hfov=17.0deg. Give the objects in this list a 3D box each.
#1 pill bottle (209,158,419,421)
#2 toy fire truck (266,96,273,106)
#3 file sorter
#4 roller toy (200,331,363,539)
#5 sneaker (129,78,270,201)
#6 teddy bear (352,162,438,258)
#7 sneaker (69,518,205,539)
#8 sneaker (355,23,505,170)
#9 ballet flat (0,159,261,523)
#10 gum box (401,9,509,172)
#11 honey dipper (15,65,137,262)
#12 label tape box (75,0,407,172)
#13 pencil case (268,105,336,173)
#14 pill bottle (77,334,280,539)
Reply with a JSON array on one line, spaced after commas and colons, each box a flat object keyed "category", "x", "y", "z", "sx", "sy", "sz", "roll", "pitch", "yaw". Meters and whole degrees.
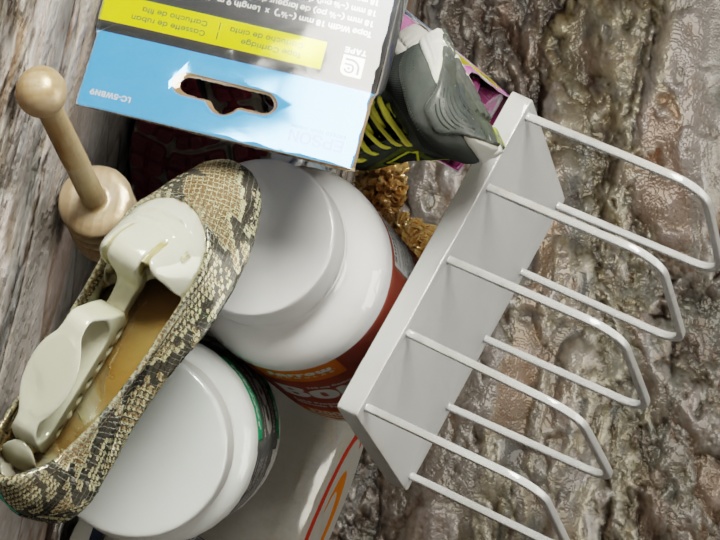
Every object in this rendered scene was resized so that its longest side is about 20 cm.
[{"category": "pill bottle", "x": -0.027, "y": 0.010, "z": 1.326, "sx": 0.200, "sy": 0.111, "sz": 0.113, "roll": 45, "pitch": 56, "yaw": -68}, {"category": "toy fire truck", "x": -0.031, "y": -0.213, "z": 1.371, "sx": 0.168, "sy": 0.112, "sz": 0.201, "roll": -37, "pitch": -117, "yaw": 49}, {"category": "file sorter", "x": 0.099, "y": 0.036, "z": 1.329, "sx": 0.201, "sy": 0.124, "sz": 0.139, "roll": -60, "pitch": 158, "yaw": -13}, {"category": "roller toy", "x": -0.086, "y": 0.135, "z": 1.564, "sx": 0.200, "sy": 0.139, "sz": 0.183, "roll": -39, "pitch": 151, "yaw": -74}, {"category": "sneaker", "x": -0.080, "y": -0.110, "z": 1.335, "sx": 0.075, "sy": 0.080, "sz": 0.201, "roll": -76, "pitch": 176, "yaw": -59}, {"category": "teddy bear", "x": 0.000, "y": 0.000, "z": 1.479, "sx": 0.200, "sy": 0.067, "sz": 0.146, "roll": 43, "pitch": -66, "yaw": 44}, {"category": "sneaker", "x": -0.148, "y": 0.239, "z": 1.429, "sx": 0.076, "sy": 0.080, "sz": 0.201, "roll": -71, "pitch": 175, "yaw": -74}, {"category": "sneaker", "x": 0.020, "y": -0.080, "z": 1.292, "sx": 0.075, "sy": 0.084, "sz": 0.200, "roll": 62, "pitch": -1, "yaw": -9}, {"category": "ballet flat", "x": -0.114, "y": 0.026, "z": 1.139, "sx": 0.201, "sy": 0.068, "sz": 0.075, "roll": -59, "pitch": 153, "yaw": -7}, {"category": "gum box", "x": 0.024, "y": -0.131, "z": 1.564, "sx": 0.066, "sy": 0.113, "sz": 0.200, "roll": -51, "pitch": 170, "yaw": 6}, {"category": "honey dipper", "x": -0.131, "y": -0.051, "z": 1.117, "sx": 0.200, "sy": 0.038, "sz": 0.038, "roll": 83, "pitch": 20, "yaw": -72}, {"category": "label tape box", "x": -0.049, "y": -0.146, "z": 1.211, "sx": 0.063, "sy": 0.143, "sz": 0.201, "roll": 96, "pitch": 8, "yaw": -72}, {"category": "pencil case", "x": -0.066, "y": -0.076, "z": 1.557, "sx": 0.200, "sy": 0.090, "sz": 0.084, "roll": 70, "pitch": 34, "yaw": -81}, {"category": "pill bottle", "x": -0.107, "y": 0.090, "z": 1.311, "sx": 0.200, "sy": 0.112, "sz": 0.114, "roll": 13, "pitch": 90, "yaw": -87}]
